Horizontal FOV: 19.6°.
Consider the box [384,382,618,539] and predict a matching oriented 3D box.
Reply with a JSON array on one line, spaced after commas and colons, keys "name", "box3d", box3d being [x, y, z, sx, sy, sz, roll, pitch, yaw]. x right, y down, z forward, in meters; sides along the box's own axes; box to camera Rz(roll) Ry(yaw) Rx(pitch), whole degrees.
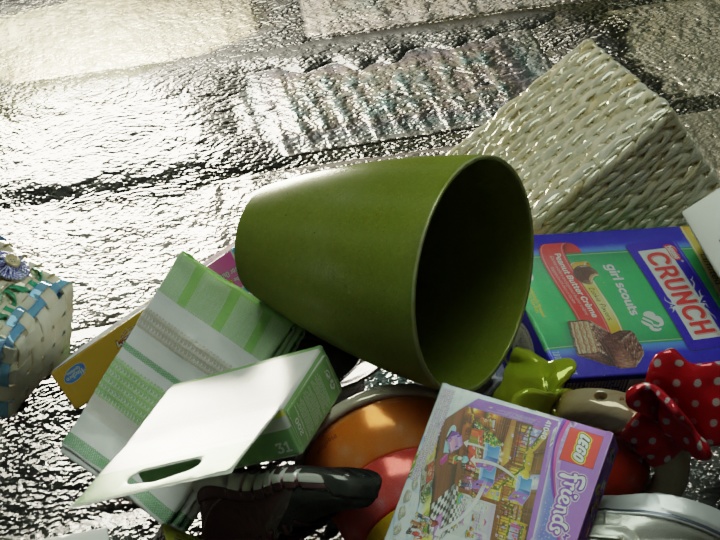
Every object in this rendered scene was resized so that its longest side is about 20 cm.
[{"name": "box", "box3d": [0.091, 0.195, 1.514, 0.136, 0.039, 0.201, 16, 71, 19]}]

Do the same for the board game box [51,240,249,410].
[{"name": "board game box", "box3d": [-0.171, 0.041, 1.846, 0.200, 0.040, 0.153, -34, 4, 5]}]

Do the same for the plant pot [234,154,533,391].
[{"name": "plant pot", "box3d": [0.007, -0.010, 1.655, 0.199, 0.188, 0.187, 10, 31, 32]}]

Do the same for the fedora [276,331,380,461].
[{"name": "fedora", "box3d": [-0.064, 0.104, 1.798, 0.199, 0.091, 0.177, 0, 28, 13]}]

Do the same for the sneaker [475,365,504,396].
[{"name": "sneaker", "box3d": [0.110, 0.102, 1.804, 0.200, 0.071, 0.080, -15, 23, -32]}]

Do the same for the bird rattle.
[{"name": "bird rattle", "box3d": [0.197, 0.129, 1.619, 0.199, 0.163, 0.113, -1, 41, 14]}]

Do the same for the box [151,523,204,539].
[{"name": "box", "box3d": [-0.127, 0.271, 1.506, 0.050, 0.075, 0.200, 25, 17, -25]}]

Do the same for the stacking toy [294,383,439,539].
[{"name": "stacking toy", "box3d": [0.040, 0.200, 1.599, 0.145, 0.146, 0.200, -12, 47, -11]}]

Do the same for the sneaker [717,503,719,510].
[{"name": "sneaker", "box3d": [0.313, 0.135, 1.610, 0.077, 0.147, 0.202, 6, 31, 18]}]

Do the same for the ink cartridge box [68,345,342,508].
[{"name": "ink cartridge box", "box3d": [-0.113, 0.133, 1.572, 0.145, 0.048, 0.200, -15, 20, 25]}]

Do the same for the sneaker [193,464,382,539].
[{"name": "sneaker", "box3d": [-0.054, 0.206, 1.572, 0.075, 0.116, 0.200, 6, -10, -36]}]

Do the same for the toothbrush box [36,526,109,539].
[{"name": "toothbrush box", "box3d": [-0.193, 0.293, 1.411, 0.085, 0.147, 0.200, -10, 27, -9]}]

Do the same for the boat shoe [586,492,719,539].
[{"name": "boat shoe", "box3d": [0.180, 0.206, 1.549, 0.199, 0.071, 0.070, 6, 58, 4]}]

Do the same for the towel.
[{"name": "towel", "box3d": [-0.151, 0.099, 1.722, 0.149, 0.200, 0.031, 30, 0, 29]}]

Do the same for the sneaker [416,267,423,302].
[{"name": "sneaker", "box3d": [0.000, 0.000, 1.773, 0.199, 0.076, 0.114, 24, 10, -1]}]

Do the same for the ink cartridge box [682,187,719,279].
[{"name": "ink cartridge box", "box3d": [0.341, -0.003, 1.773, 0.067, 0.200, 0.117, -33, 59, 10]}]

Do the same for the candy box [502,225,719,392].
[{"name": "candy box", "box3d": [0.218, 0.049, 1.769, 0.199, 0.077, 0.169, -2, 46, -22]}]

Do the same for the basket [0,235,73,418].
[{"name": "basket", "box3d": [-0.375, 0.041, 1.926, 0.199, 0.140, 0.176, 13, 33, 14]}]

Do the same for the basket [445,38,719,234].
[{"name": "basket", "box3d": [0.211, -0.075, 1.939, 0.200, 0.161, 0.198, -39, 33, 1]}]
